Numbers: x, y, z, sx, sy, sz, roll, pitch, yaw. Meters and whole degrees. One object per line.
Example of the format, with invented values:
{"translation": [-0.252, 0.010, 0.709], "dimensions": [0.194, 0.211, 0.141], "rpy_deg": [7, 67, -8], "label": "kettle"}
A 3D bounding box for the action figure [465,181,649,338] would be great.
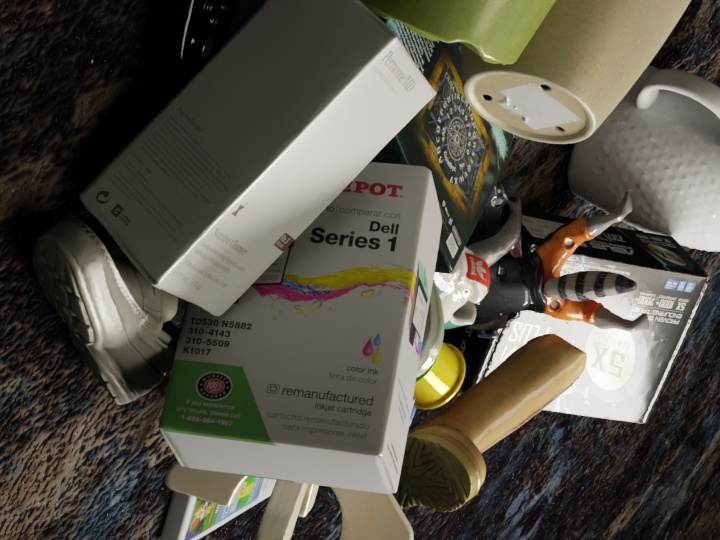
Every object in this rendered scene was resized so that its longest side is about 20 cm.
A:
{"translation": [0.133, -0.016, 1.516], "dimensions": [0.105, 0.193, 0.201], "rpy_deg": [-74, 154, -60], "label": "action figure"}

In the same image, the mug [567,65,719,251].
{"translation": [0.311, -0.114, 1.732], "dimensions": [0.148, 0.175, 0.200], "rpy_deg": [-47, 154, -25], "label": "mug"}

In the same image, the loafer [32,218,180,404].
{"translation": [-0.149, 0.017, 1.110], "dimensions": [0.070, 0.070, 0.200], "rpy_deg": [-38, 161, -12], "label": "loafer"}

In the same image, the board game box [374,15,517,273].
{"translation": [0.049, -0.115, 1.255], "dimensions": [0.136, 0.028, 0.200], "rpy_deg": [-61, 142, -35], "label": "board game box"}

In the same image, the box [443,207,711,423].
{"translation": [0.197, 0.042, 1.682], "dimensions": [0.199, 0.086, 0.164], "rpy_deg": [10, 115, -25], "label": "box"}

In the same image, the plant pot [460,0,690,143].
{"translation": [0.144, -0.195, 1.228], "dimensions": [0.187, 0.187, 0.201], "rpy_deg": [65, 41, -62], "label": "plant pot"}

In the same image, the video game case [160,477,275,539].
{"translation": [-0.073, 0.108, 1.430], "dimensions": [0.182, 0.022, 0.201], "rpy_deg": [-25, 140, -52], "label": "video game case"}

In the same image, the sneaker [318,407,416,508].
{"translation": [0.013, 0.138, 1.567], "dimensions": [0.077, 0.076, 0.200], "rpy_deg": [-51, 167, -44], "label": "sneaker"}

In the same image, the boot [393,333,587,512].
{"translation": [0.108, 0.115, 1.472], "dimensions": [0.200, 0.066, 0.175], "rpy_deg": [-33, -172, -26], "label": "boot"}

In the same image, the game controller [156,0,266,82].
{"translation": [-0.053, -0.167, 1.121], "dimensions": [0.200, 0.042, 0.105], "rpy_deg": [-11, 127, -61], "label": "game controller"}

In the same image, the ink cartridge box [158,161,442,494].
{"translation": [-0.034, 0.030, 1.169], "dimensions": [0.084, 0.144, 0.201], "rpy_deg": [74, 25, -64], "label": "ink cartridge box"}

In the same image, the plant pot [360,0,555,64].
{"translation": [0.078, -0.234, 1.097], "dimensions": [0.200, 0.200, 0.191], "rpy_deg": [-4, 121, -62], "label": "plant pot"}

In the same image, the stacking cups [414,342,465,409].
{"translation": [0.009, 0.036, 1.404], "dimensions": [0.061, 0.060, 0.200], "rpy_deg": [-55, 134, -10], "label": "stacking cups"}

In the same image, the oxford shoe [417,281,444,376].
{"translation": [0.000, 0.000, 1.266], "dimensions": [0.058, 0.200, 0.075], "rpy_deg": [19, 120, -38], "label": "oxford shoe"}

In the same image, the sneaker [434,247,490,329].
{"translation": [0.057, -0.017, 1.425], "dimensions": [0.200, 0.093, 0.071], "rpy_deg": [88, 9, -55], "label": "sneaker"}

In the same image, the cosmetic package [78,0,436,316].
{"translation": [-0.058, -0.077, 1.087], "dimensions": [0.200, 0.081, 0.113], "rpy_deg": [-45, 161, 4], "label": "cosmetic package"}

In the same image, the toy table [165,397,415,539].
{"translation": [-0.039, 0.127, 1.299], "dimensions": [0.200, 0.183, 0.118], "rpy_deg": [8, 99, -73], "label": "toy table"}
